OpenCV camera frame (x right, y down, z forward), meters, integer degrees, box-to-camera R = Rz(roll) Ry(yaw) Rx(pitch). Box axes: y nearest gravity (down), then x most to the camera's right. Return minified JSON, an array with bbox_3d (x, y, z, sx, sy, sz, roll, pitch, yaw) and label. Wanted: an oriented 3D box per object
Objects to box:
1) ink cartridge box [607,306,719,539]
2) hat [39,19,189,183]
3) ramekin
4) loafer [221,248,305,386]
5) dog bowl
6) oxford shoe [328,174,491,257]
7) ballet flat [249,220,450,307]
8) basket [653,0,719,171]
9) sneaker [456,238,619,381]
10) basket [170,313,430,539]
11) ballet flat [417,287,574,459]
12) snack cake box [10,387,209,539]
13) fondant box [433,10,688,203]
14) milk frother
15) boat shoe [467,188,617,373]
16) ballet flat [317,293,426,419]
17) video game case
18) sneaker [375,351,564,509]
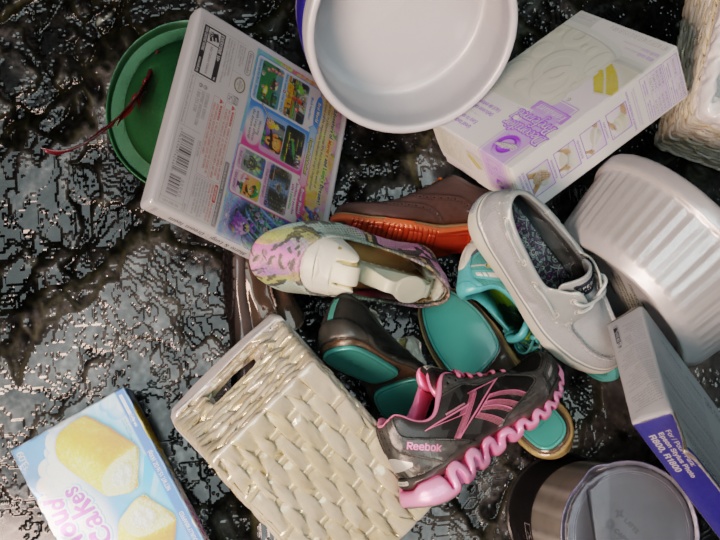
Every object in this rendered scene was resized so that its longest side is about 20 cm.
[{"bbox_3d":[0.277,0.155,0.845,0.040,0.201,0.200,-33,110,20],"label":"ink cartridge box"},{"bbox_3d":[-0.162,-0.160,0.940,0.163,0.176,0.203,15,81,-3],"label":"hat"},{"bbox_3d":[0.267,-0.001,0.954,0.094,0.202,0.203,-42,88,-7],"label":"ramekin"},{"bbox_3d":[-0.089,0.039,0.982,0.070,0.073,0.203,-3,88,-16],"label":"loafer"},{"bbox_3d":[0.040,-0.234,0.966,0.197,0.079,0.202,-7,125,-10],"label":"dog bowl"},{"bbox_3d":[0.065,-0.053,1.013,0.197,0.071,0.073,4,64,-12],"label":"oxford shoe"},{"bbox_3d":[0.000,0.000,0.932,0.198,0.071,0.070,8,107,-32],"label":"ballet flat"},{"bbox_3d":[0.409,-0.194,1.013,0.197,0.161,0.201,16,81,-4],"label":"basket"},{"bbox_3d":[0.166,0.048,0.979,0.199,0.077,0.080,36,58,-14],"label":"sneaker"},{"bbox_3d":[-0.045,0.161,0.901,0.135,0.123,0.201,-43,115,-9],"label":"basket"},{"bbox_3d":[0.125,0.101,0.991,0.068,0.063,0.201,-39,68,2],"label":"ballet flat"},{"bbox_3d":[-0.213,0.221,0.939,0.114,0.067,0.202,-29,86,-10],"label":"snack cake box"},{"bbox_3d":[0.186,-0.156,0.994,0.199,0.144,0.059,-37,128,-9],"label":"fondant box"},{"bbox_3d":[0.255,0.215,0.927,0.181,0.188,0.200,45,80,1],"label":"milk frother"},{"bbox_3d":[0.174,0.012,0.910,0.070,0.071,0.201,-46,103,-22],"label":"boat shoe"},{"bbox_3d":[0.027,0.082,0.943,0.067,0.200,0.069,-15,53,20],"label":"ballet flat"},{"bbox_3d":[-0.097,-0.111,0.952,0.181,0.024,0.203,26,61,-33],"label":"video game case"},{"bbox_3d":[0.091,0.111,0.878,0.199,0.079,0.096,-33,90,-33],"label":"sneaker"}]
